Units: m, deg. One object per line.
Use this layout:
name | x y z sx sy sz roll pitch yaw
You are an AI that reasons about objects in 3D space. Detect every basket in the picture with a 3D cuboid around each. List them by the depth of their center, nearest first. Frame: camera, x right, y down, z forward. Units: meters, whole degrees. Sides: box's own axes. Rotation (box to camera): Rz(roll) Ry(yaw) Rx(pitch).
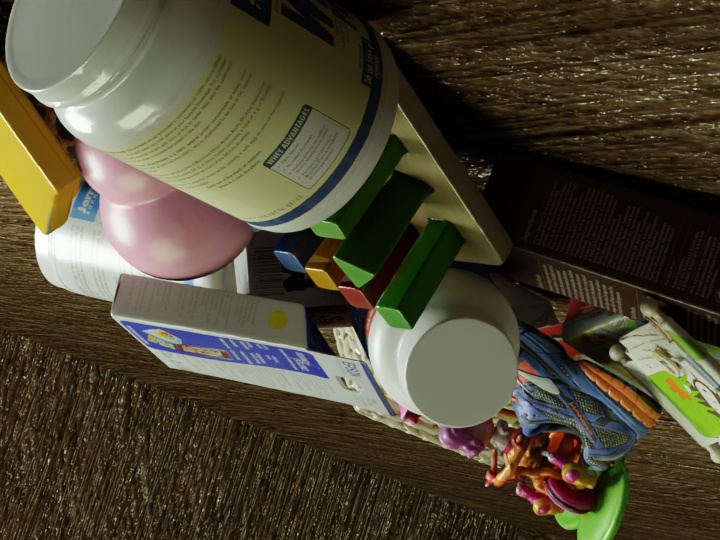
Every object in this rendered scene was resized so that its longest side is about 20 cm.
basket | 0.086 0.078 1.672 0.200 0.136 0.123 25 122 -32

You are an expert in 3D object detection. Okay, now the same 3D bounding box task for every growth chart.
growth chart | 0.247 0.088 1.339 0.145 0.018 0.200 44 171 7

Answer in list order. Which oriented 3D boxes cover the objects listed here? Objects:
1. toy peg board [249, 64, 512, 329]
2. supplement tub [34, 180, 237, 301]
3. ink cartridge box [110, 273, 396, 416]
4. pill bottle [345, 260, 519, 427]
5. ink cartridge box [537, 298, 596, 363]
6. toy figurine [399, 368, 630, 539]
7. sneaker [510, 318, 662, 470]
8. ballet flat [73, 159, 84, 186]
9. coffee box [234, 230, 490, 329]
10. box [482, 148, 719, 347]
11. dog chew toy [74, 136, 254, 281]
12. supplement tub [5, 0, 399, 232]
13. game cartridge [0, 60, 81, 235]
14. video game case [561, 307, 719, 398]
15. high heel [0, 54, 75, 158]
toy peg board | -0.033 -0.054 1.256 0.199 0.098 0.200 7 144 43
supplement tub | -0.188 -0.027 1.696 0.199 0.132 0.132 12 168 23
ink cartridge box | -0.075 0.059 1.427 0.199 0.047 0.198 8 165 10
pill bottle | 0.055 0.043 1.345 0.112 0.113 0.200 20 -169 -13
ink cartridge box | 0.254 0.055 1.586 0.199 0.068 0.116 20 168 -14
toy figurine | 0.121 0.136 1.529 0.183 0.150 0.200 20 -148 -12
sneaker | 0.139 0.091 1.456 0.200 0.079 0.075 31 180 24
ballet flat | -0.307 -0.118 1.599 0.070 0.066 0.200 8 165 40
coffee box | 0.000 0.000 1.499 0.199 0.080 0.113 -4 169 -9
box | 0.186 -0.014 1.313 0.199 0.075 0.100 17 168 14
dog chew toy | -0.153 -0.088 1.340 0.124 0.125 0.200 8 138 38
supplement tub | -0.092 -0.120 1.066 0.200 0.146 0.145 26 165 -39
game cartridge | -0.279 -0.120 1.407 0.177 0.032 0.200 55 164 -1
video game case | 0.293 0.058 1.457 0.182 0.023 0.200 -25 139 37
high heel | -0.187 -0.134 1.438 0.200 0.072 0.142 38 134 -19
